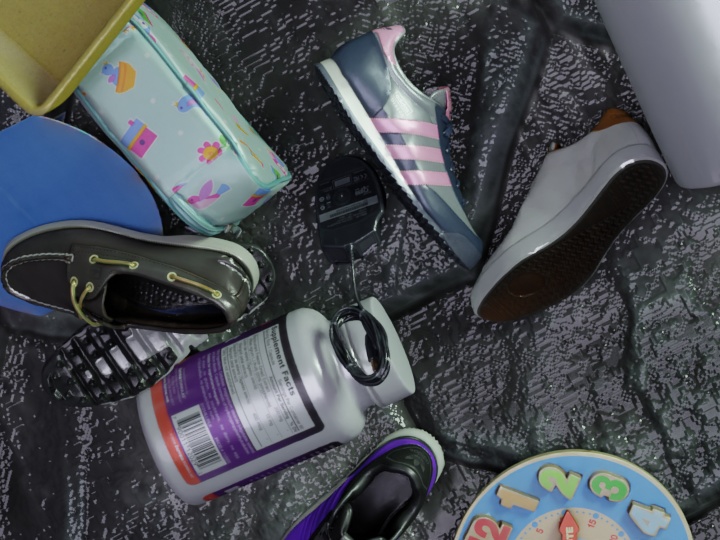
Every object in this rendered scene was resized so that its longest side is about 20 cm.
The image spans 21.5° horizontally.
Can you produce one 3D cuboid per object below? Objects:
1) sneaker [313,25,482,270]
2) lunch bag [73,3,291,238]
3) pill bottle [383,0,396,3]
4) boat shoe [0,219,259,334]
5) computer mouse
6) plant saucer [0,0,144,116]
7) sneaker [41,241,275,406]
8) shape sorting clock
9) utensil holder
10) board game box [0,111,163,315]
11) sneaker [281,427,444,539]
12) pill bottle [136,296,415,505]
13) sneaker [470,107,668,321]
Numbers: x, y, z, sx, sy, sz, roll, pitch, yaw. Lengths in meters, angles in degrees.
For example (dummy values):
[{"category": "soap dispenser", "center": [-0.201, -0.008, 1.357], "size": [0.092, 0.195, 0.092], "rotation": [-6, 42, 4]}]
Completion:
[{"category": "sneaker", "center": [0.051, -0.096, 1.460], "size": [0.082, 0.070, 0.200], "rotation": [-36, 104, -5]}, {"category": "lunch bag", "center": [-0.140, -0.114, 1.426], "size": [0.077, 0.160, 0.200], "rotation": [-39, 90, 6]}, {"category": "pill bottle", "center": [-0.019, -0.300, 1.399], "size": [0.200, 0.111, 0.111], "rotation": [40, 102, -4]}, {"category": "boat shoe", "center": [-0.178, 0.009, 1.402], "size": [0.200, 0.061, 0.072], "rotation": [2, 129, 14]}, {"category": "computer mouse", "center": [0.000, 0.000, 1.449], "size": [0.058, 0.034, 0.201], "rotation": [-16, 60, 18]}, {"category": "plant saucer", "center": [-0.213, -0.228, 1.350], "size": [0.200, 0.048, 0.200], "rotation": [41, 93, 29]}, {"category": "sneaker", "center": [-0.159, 0.041, 1.487], "size": [0.200, 0.090, 0.067], "rotation": [-33, 102, -5]}, {"category": "shape sorting clock", "center": [0.171, 0.242, 1.532], "size": [0.199, 0.039, 0.201], "rotation": [1, 102, 5]}, {"category": "utensil holder", "center": [0.263, -0.182, 1.375], "size": [0.169, 0.170, 0.201], "rotation": [-24, 102, 9]}, {"category": "board game box", "center": [-0.242, -0.049, 1.437], "size": [0.199, 0.039, 0.158], "rotation": [-22, 125, 27]}, {"category": "sneaker", "center": [-0.014, 0.213, 1.509], "size": [0.069, 0.100, 0.200], "rotation": [38, 101, -1]}, {"category": "pill bottle", "center": [-0.064, 0.097, 1.484], "size": [0.199, 0.111, 0.112], "rotation": [-23, 99, 9]}, {"category": "sneaker", "center": [0.155, -0.043, 1.471], "size": [0.073, 0.085, 0.200], "rotation": [22, 125, -37]}]
